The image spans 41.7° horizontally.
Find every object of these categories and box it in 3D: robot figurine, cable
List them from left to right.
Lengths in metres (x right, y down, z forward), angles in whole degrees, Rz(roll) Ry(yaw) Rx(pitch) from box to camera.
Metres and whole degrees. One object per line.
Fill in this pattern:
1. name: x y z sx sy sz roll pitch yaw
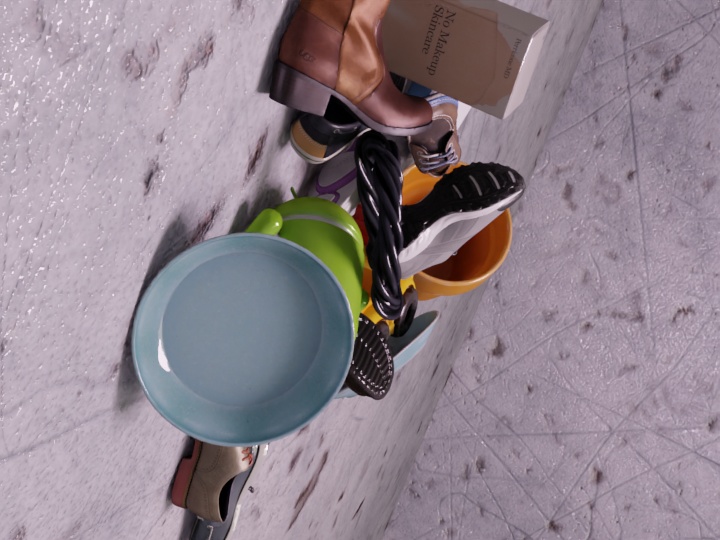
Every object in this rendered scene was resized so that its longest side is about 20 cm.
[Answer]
1. robot figurine: -0.055 0.012 0.968 0.175 0.114 0.203 39 43 -39
2. cable: 0.020 -0.047 0.984 0.202 0.050 0.166 88 0 -53

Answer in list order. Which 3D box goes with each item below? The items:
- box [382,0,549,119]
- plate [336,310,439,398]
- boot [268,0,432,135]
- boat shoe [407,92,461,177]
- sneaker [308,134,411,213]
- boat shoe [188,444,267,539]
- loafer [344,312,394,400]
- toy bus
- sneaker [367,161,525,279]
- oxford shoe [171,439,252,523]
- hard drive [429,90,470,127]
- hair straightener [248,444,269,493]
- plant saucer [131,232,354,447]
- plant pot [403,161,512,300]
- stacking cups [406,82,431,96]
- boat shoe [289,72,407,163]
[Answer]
1. box: 0.083 -0.242 0.970 0.078 0.197 0.096 -43 154 -56
2. plate: 0.029 0.121 1.266 0.199 0.026 0.200 -35 -175 3
3. boot: 0.018 -0.238 0.882 0.068 0.185 0.203 45 -60 58
4. boat shoe: 0.089 -0.153 1.099 0.200 0.071 0.074 16 60 -79
5. sneaker: 0.010 -0.109 1.115 0.201 0.074 0.101 -56 134 -34
6. boat shoe: -0.178 0.271 1.153 0.061 0.073 0.203 15 110 -32
7. loafer: -0.037 0.072 1.098 0.071 0.201 0.073 -20 -154 48
8. toy bus: 0.000 0.000 1.196 0.200 0.134 0.195 -43 149 -54
9. sneaker: 0.106 -0.059 1.119 0.198 0.075 0.080 -29 139 7
10. oxford shoe: -0.145 0.186 1.061 0.070 0.074 0.203 -21 132 -69
11. hard drive: 0.132 -0.243 1.257 0.133 0.026 0.200 -58 171 3
12. hair straightener: -0.123 0.214 1.258 0.077 0.040 0.203 -43 153 -57
13. plant saucer: -0.104 0.059 0.845 0.036 0.196 0.203 -122 -129 -68
14. plant pot: 0.112 -0.041 1.463 0.202 0.198 0.184 -59 180 -24
15. stacking cups: 0.080 -0.235 1.288 0.202 0.060 0.061 -60 165 -8
16. boat shoe: -0.002 -0.187 0.995 0.200 0.074 0.062 -48 179 -39
